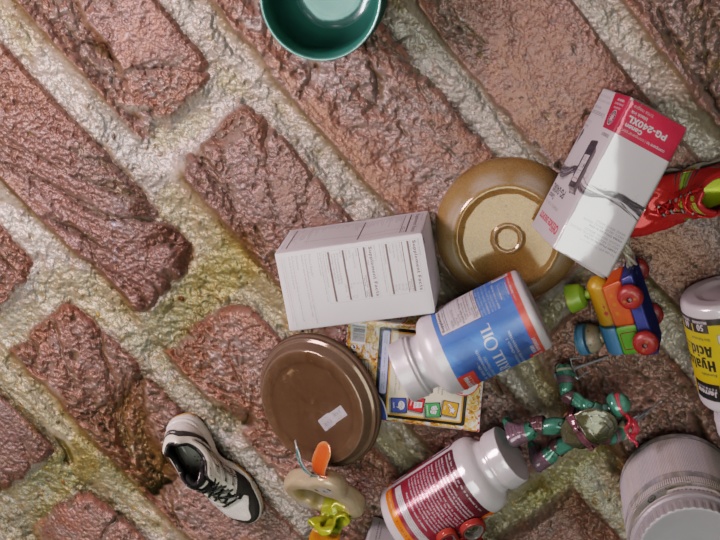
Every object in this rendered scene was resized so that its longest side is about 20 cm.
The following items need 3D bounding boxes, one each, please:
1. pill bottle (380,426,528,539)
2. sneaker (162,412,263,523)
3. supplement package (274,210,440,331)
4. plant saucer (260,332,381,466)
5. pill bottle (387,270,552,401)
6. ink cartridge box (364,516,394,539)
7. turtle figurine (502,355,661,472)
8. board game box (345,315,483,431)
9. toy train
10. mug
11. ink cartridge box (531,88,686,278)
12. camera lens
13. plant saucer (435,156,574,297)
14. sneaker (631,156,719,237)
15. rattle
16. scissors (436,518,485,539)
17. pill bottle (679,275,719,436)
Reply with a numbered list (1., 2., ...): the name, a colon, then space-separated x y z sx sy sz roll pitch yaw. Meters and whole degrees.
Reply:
1. pill bottle: 0.134 0.309 1.634 0.199 0.113 0.113 -36 101 19
2. sneaker: -0.224 0.308 1.703 0.075 0.088 0.201 -37 102 17
3. supplement package: 0.000 0.000 1.543 0.196 0.114 0.111 -7 107 12
4. plant saucer: -0.062 0.187 1.631 0.197 0.029 0.204 10 112 26
5. pill bottle: 0.140 0.092 1.510 0.198 0.112 0.113 -27 104 10
6. ink cartridge box: 0.086 0.474 1.717 0.197 0.084 0.147 19 112 2
7. turtle figurine: 0.302 0.199 1.583 0.198 0.101 0.151 -31 103 23
8. board game box: 0.076 0.137 1.617 0.196 0.046 0.154 7 110 6
9. toy train: 0.317 0.022 1.519 0.114 0.085 0.202 -12 115 27
10. mug: -0.028 -0.352 1.421 0.184 0.115 0.153 -33 102 17
11. ink cartridge box: 0.300 -0.109 1.422 0.082 0.145 0.202 26 101 -8
12. camera lens: 0.431 0.326 1.548 0.157 0.200 0.163 3 110 8
13. plant saucer: 0.196 -0.047 1.539 0.196 0.036 0.204 3 110 7
14. sneaker: 0.412 -0.093 1.463 0.197 0.085 0.078 -22 105 15
15. rattle: -0.070 0.339 1.625 0.129 0.201 0.144 32 68 14
16. scissors: 0.168 0.400 1.655 0.072 0.014 0.200 -30 141 7
17. pill bottle: 0.489 0.117 1.513 0.109 0.112 0.203 -13 107 13
